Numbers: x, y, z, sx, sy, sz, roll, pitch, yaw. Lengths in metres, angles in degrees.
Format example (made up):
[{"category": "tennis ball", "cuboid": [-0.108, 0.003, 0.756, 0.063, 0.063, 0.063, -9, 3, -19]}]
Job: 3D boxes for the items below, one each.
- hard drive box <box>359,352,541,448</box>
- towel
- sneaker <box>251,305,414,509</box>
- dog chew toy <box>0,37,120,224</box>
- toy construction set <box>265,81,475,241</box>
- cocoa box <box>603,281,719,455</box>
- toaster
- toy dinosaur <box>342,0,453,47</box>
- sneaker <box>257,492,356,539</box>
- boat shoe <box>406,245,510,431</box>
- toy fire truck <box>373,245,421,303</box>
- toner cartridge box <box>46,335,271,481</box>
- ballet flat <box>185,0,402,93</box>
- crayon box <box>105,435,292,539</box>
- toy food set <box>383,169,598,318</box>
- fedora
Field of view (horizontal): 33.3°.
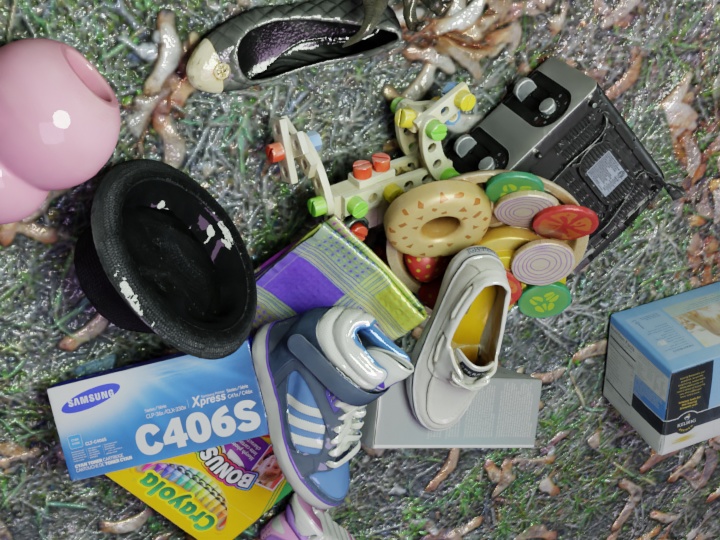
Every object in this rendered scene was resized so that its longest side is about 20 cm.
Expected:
[{"category": "hard drive box", "cuboid": [0.064, 0.135, 1.276, 0.200, 0.156, 0.077, 5, 93, -29]}, {"category": "towel", "cuboid": [-0.046, 0.046, 1.167, 0.144, 0.023, 0.200, 45, 125, -13]}, {"category": "sneaker", "cuboid": [-0.011, 0.129, 1.130, 0.081, 0.146, 0.200, -33, 108, -56]}, {"category": "dog chew toy", "cuboid": [-0.294, -0.096, 0.980, 0.200, 0.125, 0.125, -37, 130, 10]}, {"category": "toy construction set", "cuboid": [0.012, -0.104, 1.135, 0.200, 0.092, 0.131, -11, 127, -14]}, {"category": "cocoa box", "cuboid": [0.416, 0.111, 1.463, 0.200, 0.133, 0.131, -15, 125, -18]}, {"category": "toaster", "cuboid": [0.197, -0.094, 1.227, 0.181, 0.119, 0.200, -44, 129, 6]}, {"category": "toy dinosaur", "cuboid": [0.049, -0.274, 1.060, 0.200, 0.077, 0.102, -41, 93, 5]}, {"category": "sneaker", "cuboid": [-0.052, 0.342, 1.416, 0.088, 0.081, 0.200, -34, 125, 5]}, {"category": "boat shoe", "cuboid": [0.096, 0.078, 1.120, 0.071, 0.070, 0.200, 7, 120, -19]}, {"category": "toy fire truck", "cuboid": [0.000, 0.000, 1.233, 0.141, 0.049, 0.200, 8, 115, -29]}, {"category": "toner cartridge box", "cuboid": [-0.191, 0.133, 1.164, 0.200, 0.043, 0.095, -14, 93, 2]}, {"category": "ballet flat", "cuboid": [-0.059, -0.202, 1.066, 0.200, 0.057, 0.067, -20, 127, -14]}, {"category": "crayon box", "cuboid": [-0.152, 0.186, 1.269, 0.173, 0.058, 0.200, -41, 129, 2]}, {"category": "toy food set", "cuboid": [0.123, -0.022, 1.139, 0.198, 0.049, 0.200, -5, 139, 2]}, {"category": "fedora", "cuboid": [-0.187, 0.000, 1.093, 0.092, 0.201, 0.201, -22, 137, 31]}]
